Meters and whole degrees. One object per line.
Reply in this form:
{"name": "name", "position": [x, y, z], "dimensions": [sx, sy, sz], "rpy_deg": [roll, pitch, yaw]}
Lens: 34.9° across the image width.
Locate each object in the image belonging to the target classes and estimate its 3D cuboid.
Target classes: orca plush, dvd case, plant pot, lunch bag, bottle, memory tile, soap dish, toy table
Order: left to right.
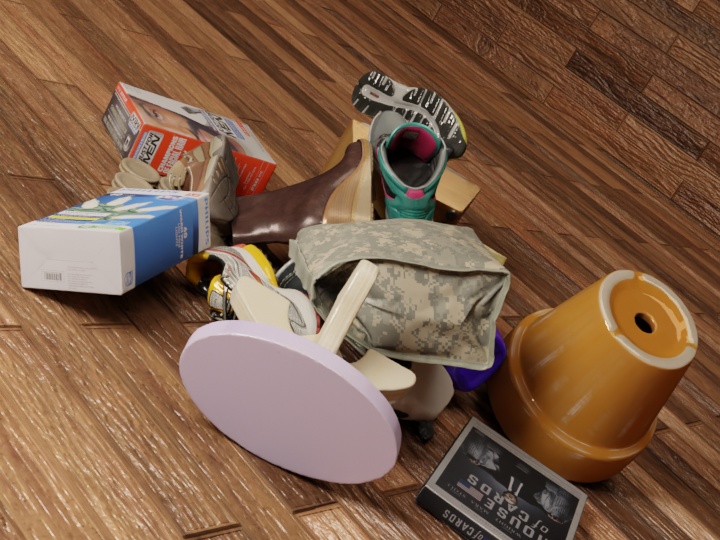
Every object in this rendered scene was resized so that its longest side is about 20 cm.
{"name": "memory tile", "position": [-0.196, -0.060, 1.322], "dimensions": [0.199, 0.017, 0.154], "rpy_deg": [27, 21, -15]}
{"name": "toy table", "position": [-0.046, 0.084, 0.994], "dimensions": [0.200, 0.184, 0.117], "rpy_deg": [40, 34, -12]}
{"name": "orca plush", "position": [0.028, 0.131, 1.167], "dimensions": [0.200, 0.070, 0.106], "rpy_deg": [-32, 110, -63]}
{"name": "soap dish", "position": [0.038, -0.090, 1.540], "dimensions": [0.199, 0.158, 0.082], "rpy_deg": [27, 37, -11]}
{"name": "lunch bag", "position": [0.029, 0.015, 1.136], "dimensions": [0.198, 0.119, 0.164], "rpy_deg": [8, 16, -11]}
{"name": "bottle", "position": [0.082, 0.063, 1.329], "dimensions": [0.200, 0.083, 0.065], "rpy_deg": [36, -14, 50]}
{"name": "dvd case", "position": [0.145, 0.225, 1.133], "dimensions": [0.150, 0.025, 0.200], "rpy_deg": [34, 20, 9]}
{"name": "plant pot", "position": [0.267, 0.101, 1.265], "dimensions": [0.198, 0.184, 0.202], "rpy_deg": [14, 49, -17]}

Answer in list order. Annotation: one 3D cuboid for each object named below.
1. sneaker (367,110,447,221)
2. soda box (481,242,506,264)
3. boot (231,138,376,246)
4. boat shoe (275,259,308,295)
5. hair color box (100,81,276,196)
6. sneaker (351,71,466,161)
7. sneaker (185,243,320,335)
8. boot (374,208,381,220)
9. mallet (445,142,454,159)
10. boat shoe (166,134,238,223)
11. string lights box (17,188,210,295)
{"name": "sneaker", "position": [0.052, -0.144, 1.376], "dimensions": [0.083, 0.121, 0.202], "rpy_deg": [-4, 54, -11]}
{"name": "soda box", "position": [0.113, 0.007, 1.407], "dimensions": [0.067, 0.064, 0.200], "rpy_deg": [30, -9, -5]}
{"name": "boot", "position": [-0.065, -0.093, 1.345], "dimensions": [0.164, 0.073, 0.201], "rpy_deg": [-3, 35, 3]}
{"name": "boat shoe", "position": [0.000, 0.000, 1.246], "dimensions": [0.060, 0.198, 0.076], "rpy_deg": [-123, -167, -76]}
{"name": "hair color box", "position": [-0.217, -0.163, 1.460], "dimensions": [0.199, 0.064, 0.111], "rpy_deg": [13, 28, -39]}
{"name": "sneaker", "position": [0.080, -0.200, 1.522], "dimensions": [0.200, 0.079, 0.090], "rpy_deg": [42, 10, 38]}
{"name": "sneaker", "position": [-0.110, 0.042, 1.142], "dimensions": [0.082, 0.079, 0.200], "rpy_deg": [2, 27, -40]}
{"name": "boot", "position": [-0.008, -0.015, 1.374], "dimensions": [0.075, 0.107, 0.200], "rpy_deg": [59, 2, -31]}
{"name": "mallet", "position": [0.071, -0.067, 1.458], "dimensions": [0.041, 0.201, 0.066], "rpy_deg": [16, 35, -19]}
{"name": "boat shoe", "position": [-0.182, -0.097, 1.311], "dimensions": [0.071, 0.076, 0.200], "rpy_deg": [-14, 19, 2]}
{"name": "string lights box", "position": [-0.227, -0.031, 1.092], "dimensions": [0.102, 0.060, 0.200], "rpy_deg": [4, 15, 15]}
